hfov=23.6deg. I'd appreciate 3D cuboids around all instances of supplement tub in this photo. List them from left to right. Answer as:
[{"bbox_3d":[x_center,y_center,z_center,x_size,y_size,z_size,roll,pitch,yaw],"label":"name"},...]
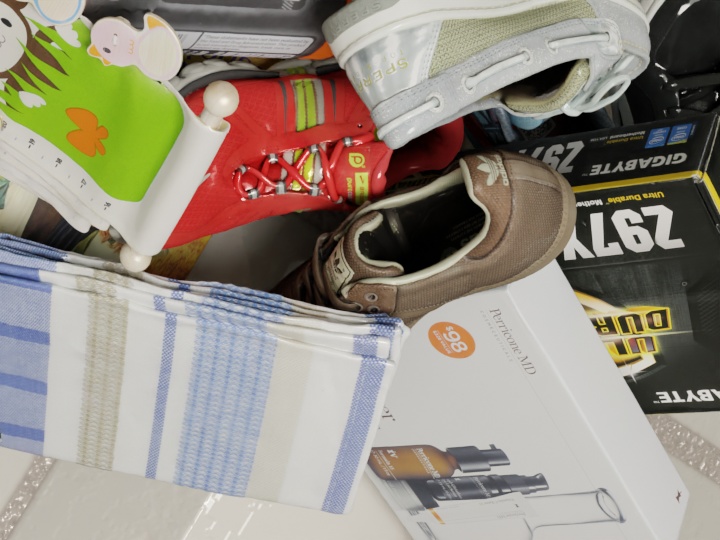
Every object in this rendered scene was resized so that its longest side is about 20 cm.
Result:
[{"bbox_3d":[-0.054,-0.145,0.732,0.198,0.107,0.108,-3,109,-30],"label":"supplement tub"}]

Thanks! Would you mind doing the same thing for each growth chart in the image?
[{"bbox_3d":[-0.146,-0.078,0.687,0.018,0.199,0.145,-59,176,-39],"label":"growth chart"}]

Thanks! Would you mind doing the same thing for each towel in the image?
[{"bbox_3d":[-0.085,0.051,0.788,0.198,0.024,0.148,11,139,-2],"label":"towel"}]

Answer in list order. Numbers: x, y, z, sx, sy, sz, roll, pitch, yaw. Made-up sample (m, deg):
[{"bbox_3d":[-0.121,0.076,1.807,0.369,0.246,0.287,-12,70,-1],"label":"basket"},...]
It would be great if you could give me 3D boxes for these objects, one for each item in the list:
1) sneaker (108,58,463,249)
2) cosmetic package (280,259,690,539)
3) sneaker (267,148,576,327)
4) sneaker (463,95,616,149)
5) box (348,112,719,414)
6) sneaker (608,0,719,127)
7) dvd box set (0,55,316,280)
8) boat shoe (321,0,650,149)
[{"bbox_3d":[-0.027,-0.055,0.786,0.199,0.085,0.078,-25,132,-41],"label":"sneaker"},{"bbox_3d":[0.062,0.073,0.887,0.201,0.150,0.052,56,41,-31],"label":"cosmetic package"},{"bbox_3d":[0.000,0.000,0.784,0.199,0.071,0.075,-34,149,25],"label":"sneaker"},{"bbox_3d":[0.071,-0.111,0.858,0.200,0.095,0.080,41,85,-33],"label":"sneaker"},{"bbox_3d":[0.113,0.007,0.866,0.160,0.199,0.050,58,42,-33],"label":"box"},{"bbox_3d":[0.181,-0.051,0.900,0.073,0.112,0.201,-16,134,-25],"label":"sneaker"},{"bbox_3d":[-0.124,-0.056,0.808,0.146,0.029,0.201,32,90,-35],"label":"dvd box set"},{"bbox_3d":[0.065,-0.087,0.746,0.201,0.074,0.065,-7,75,-53],"label":"boat shoe"}]
